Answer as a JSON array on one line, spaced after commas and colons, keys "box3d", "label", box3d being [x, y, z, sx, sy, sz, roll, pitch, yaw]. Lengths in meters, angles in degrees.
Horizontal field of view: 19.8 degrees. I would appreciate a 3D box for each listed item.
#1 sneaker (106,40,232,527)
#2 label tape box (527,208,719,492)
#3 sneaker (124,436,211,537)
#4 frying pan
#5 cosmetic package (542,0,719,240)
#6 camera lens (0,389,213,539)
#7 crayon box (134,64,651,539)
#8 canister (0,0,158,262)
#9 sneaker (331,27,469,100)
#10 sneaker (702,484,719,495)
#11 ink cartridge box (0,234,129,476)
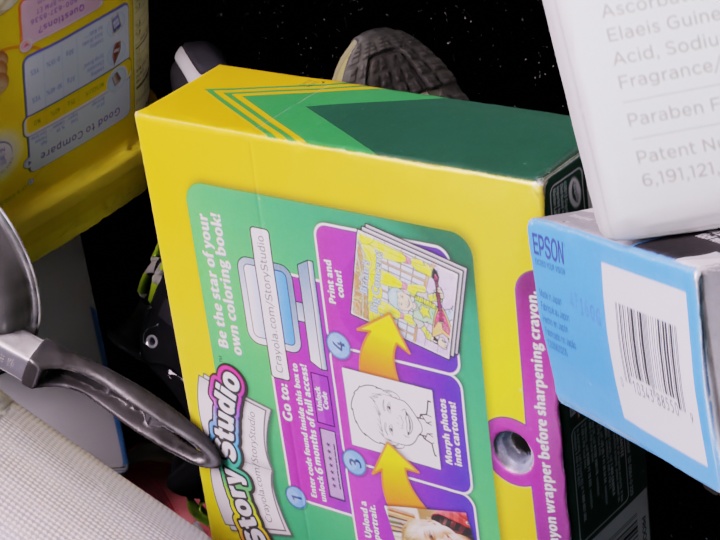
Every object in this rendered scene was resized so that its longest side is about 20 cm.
[{"box3d": [-0.067, 0.009, 0.850, 0.082, 0.072, 0.201, -11, 96, -2], "label": "sneaker"}, {"box3d": [0.164, 0.000, 0.592, 0.143, 0.199, 0.067, -154, 51, -77], "label": "label tape box"}, {"box3d": [-0.051, 0.123, 0.918, 0.199, 0.087, 0.074, -2, 111, 38], "label": "sneaker"}, {"box3d": [-0.149, 0.026, 0.793, 0.190, 0.031, 0.115, 51, 136, -8], "label": "frying pan"}, {"box3d": [0.135, -0.137, 0.563, 0.165, 0.167, 0.201, -9, 107, 22], "label": "cosmetic package"}, {"box3d": [-0.120, 0.151, 0.757, 0.200, 0.160, 0.160, 35, 131, -2], "label": "camera lens"}, {"box3d": [0.014, 0.036, 0.743, 0.172, 0.058, 0.201, 13, 122, 36], "label": "crayon box"}, {"box3d": [-0.147, -0.106, 0.812, 0.086, 0.148, 0.201, 34, 140, 28], "label": "canister"}, {"box3d": [0.000, 0.000, 0.835, 0.088, 0.077, 0.201, 19, 119, 49], "label": "sneaker"}, {"box3d": [0.109, 0.018, 0.750, 0.200, 0.078, 0.076, 34, 133, 28], "label": "sneaker"}, {"box3d": [-0.194, 0.067, 0.953, 0.200, 0.083, 0.146, -44, 55, 49], "label": "ink cartridge box"}]
